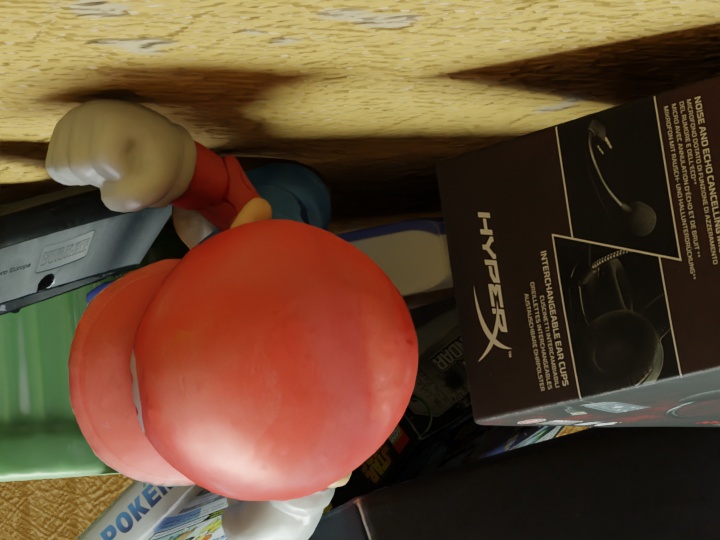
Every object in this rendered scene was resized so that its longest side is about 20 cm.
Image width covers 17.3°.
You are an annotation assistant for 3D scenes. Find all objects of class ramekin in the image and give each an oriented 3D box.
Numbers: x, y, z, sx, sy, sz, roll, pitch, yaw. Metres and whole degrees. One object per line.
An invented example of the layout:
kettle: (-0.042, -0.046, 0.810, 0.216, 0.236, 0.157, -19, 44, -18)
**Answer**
ramekin: (-0.155, 0.038, 0.964, 0.199, 0.098, 0.200, -4, 176, 0)

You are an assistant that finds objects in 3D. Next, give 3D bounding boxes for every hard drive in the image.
hard drive: (0.000, 0.000, 0.891, 0.131, 0.025, 0.200, -11, 179, 20)

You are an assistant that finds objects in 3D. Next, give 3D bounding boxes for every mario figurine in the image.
mario figurine: (-0.047, 0.018, 0.671, 0.123, 0.106, 0.200, 34, -173, -2)

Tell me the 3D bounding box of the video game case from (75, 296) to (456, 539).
video game case: (-0.029, 0.075, 0.949, 0.182, 0.022, 0.200, -45, 164, 31)

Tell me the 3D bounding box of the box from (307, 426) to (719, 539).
box: (0.064, 0.124, 0.800, 0.198, 0.124, 0.200, -14, 170, -25)

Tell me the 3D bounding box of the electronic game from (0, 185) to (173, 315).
electronic game: (-0.155, 0.006, 0.770, 0.199, 0.042, 0.200, -18, -179, 0)

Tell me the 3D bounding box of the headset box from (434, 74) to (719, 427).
headset box: (0.145, -0.012, 0.625, 0.199, 0.078, 0.149, -14, 169, 35)

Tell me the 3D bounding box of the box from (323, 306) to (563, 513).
box: (0.034, 0.063, 0.931, 0.137, 0.040, 0.200, -29, 164, -29)

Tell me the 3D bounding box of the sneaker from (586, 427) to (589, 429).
sneaker: (0.124, 0.058, 0.984, 0.078, 0.078, 0.200, -4, -166, -15)

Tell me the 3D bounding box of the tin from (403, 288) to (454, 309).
tin: (0.091, -0.003, 1.063, 0.199, 0.042, 0.112, -6, 171, 26)
